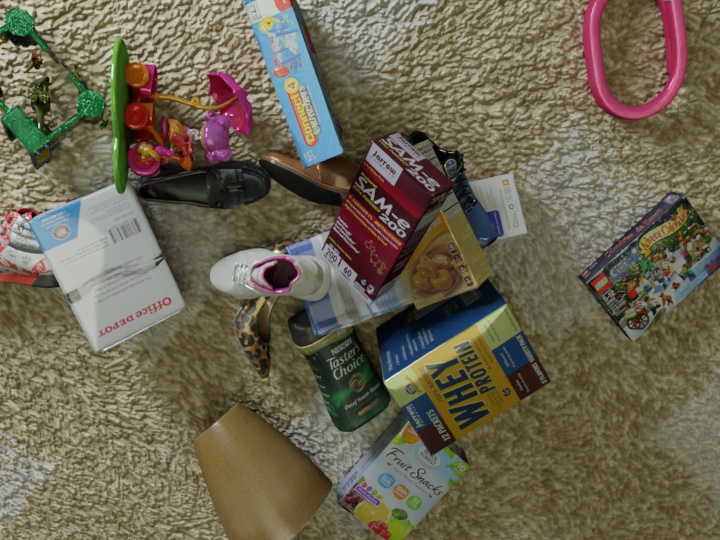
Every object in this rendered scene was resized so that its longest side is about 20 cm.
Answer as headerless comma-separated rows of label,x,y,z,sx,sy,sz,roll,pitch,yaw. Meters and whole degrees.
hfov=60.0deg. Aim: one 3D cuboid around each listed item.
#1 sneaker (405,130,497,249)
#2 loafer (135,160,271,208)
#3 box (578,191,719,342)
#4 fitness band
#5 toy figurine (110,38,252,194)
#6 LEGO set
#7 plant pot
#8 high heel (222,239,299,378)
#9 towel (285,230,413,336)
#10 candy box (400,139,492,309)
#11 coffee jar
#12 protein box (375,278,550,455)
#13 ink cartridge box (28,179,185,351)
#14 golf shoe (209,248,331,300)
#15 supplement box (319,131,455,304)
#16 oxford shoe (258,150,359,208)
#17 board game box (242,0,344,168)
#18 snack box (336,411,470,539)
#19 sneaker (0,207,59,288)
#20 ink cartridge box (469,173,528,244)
sneaker,0.121,-0.115,0.884,0.078,0.090,0.201,-36,77,-23
loafer,-0.230,-0.118,0.910,0.193,0.063,0.074,0,114,3
box,0.469,-0.004,1.001,0.200,0.038,0.137,-43,104,9
fitness band,0.400,-0.325,0.909,0.139,0.038,0.206,-14,105,1
toy figurine,-0.237,-0.203,0.854,0.178,0.150,0.207,1,81,-13
LEGO set,-0.457,-0.242,0.867,0.199,0.115,0.155,42,70,-17
plant pot,-0.174,0.322,1.000,0.185,0.186,0.202,-37,89,8
high heel,-0.126,0.060,0.966,0.138,0.071,0.206,-12,97,7
towel,0.000,0.000,0.936,0.195,0.024,0.151,-18,81,-12
candy box,0.086,-0.060,0.862,0.114,0.055,0.204,-24,96,43
coffee jar,-0.035,0.143,0.984,0.103,0.085,0.204,-30,106,-16
protein box,0.141,0.124,0.935,0.197,0.199,0.137,-33,105,7
ink cartridge box,-0.363,-0.009,0.906,0.142,0.084,0.205,-26,108,-20
golf shoe,-0.141,0.002,0.884,0.194,0.091,0.078,-1,84,23
supplement box,0.029,-0.065,0.826,0.109,0.060,0.202,42,131,16
oxford shoe,-0.054,-0.142,0.931,0.195,0.071,0.073,20,75,-7
board game box,-0.078,-0.251,0.819,0.054,0.201,0.201,-19,106,4
snack box,0.071,0.355,1.071,0.141,0.053,0.201,38,100,-13
sneaker,-0.535,-0.039,0.923,0.195,0.067,0.111,4,105,-8
ink cartridge box,0.147,-0.078,0.945,0.194,0.037,0.098,-11,79,-2
